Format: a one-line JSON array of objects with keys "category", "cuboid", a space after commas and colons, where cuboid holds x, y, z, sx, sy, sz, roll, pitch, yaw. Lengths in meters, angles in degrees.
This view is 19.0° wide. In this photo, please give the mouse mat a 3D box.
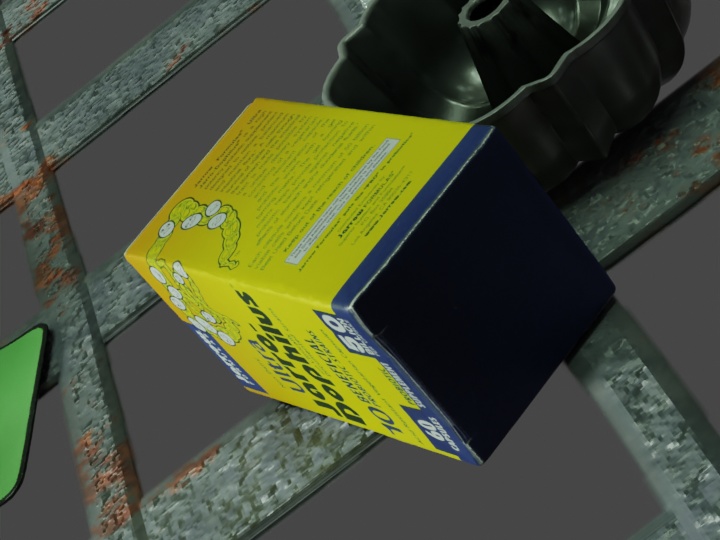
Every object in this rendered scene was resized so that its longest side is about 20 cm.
[{"category": "mouse mat", "cuboid": [-0.264, 0.120, 1.251, 0.200, 0.008, 0.161, -29, 31, 19]}]

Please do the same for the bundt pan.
[{"category": "bundt pan", "cuboid": [0.083, -0.109, 1.089, 0.202, 0.076, 0.202, -29, 32, 20]}]

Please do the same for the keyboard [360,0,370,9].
[{"category": "keyboard", "cuboid": [0.009, -0.227, 1.404, 0.056, 0.011, 0.200, -30, 31, 8]}]

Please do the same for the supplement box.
[{"category": "supplement box", "cuboid": [0.000, 0.000, 1.007, 0.110, 0.109, 0.200, -51, 31, -18]}]
